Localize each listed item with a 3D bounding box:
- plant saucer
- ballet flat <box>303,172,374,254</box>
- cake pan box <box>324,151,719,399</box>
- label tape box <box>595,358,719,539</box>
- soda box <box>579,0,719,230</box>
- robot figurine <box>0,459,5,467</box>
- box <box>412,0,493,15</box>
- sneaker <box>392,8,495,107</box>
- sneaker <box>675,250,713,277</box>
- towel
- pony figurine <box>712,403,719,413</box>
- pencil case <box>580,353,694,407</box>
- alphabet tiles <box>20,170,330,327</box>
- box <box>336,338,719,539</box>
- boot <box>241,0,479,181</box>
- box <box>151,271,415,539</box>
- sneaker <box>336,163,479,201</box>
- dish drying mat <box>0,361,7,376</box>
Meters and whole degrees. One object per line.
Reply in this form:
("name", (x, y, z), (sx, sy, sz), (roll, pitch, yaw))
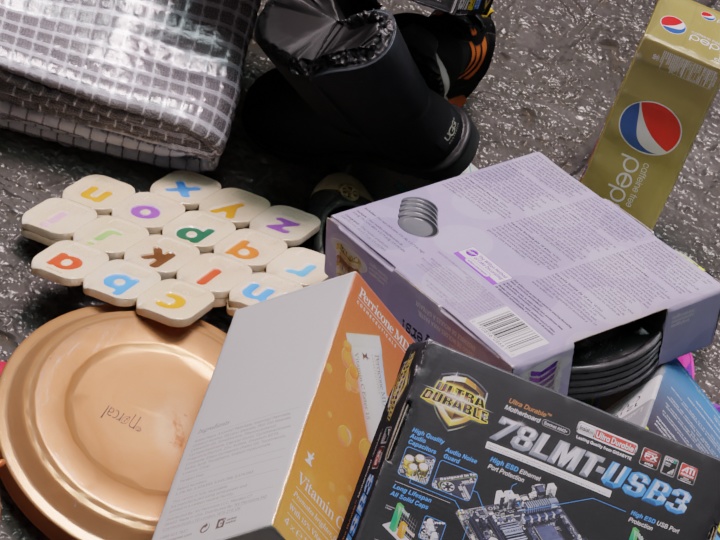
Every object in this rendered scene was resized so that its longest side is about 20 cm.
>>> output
("plant saucer", (-0.129, 0.099, 1.589), (0.199, 0.032, 0.201), (12, 47, -13))
("ballet flat", (0.000, 0.000, 1.753), (0.066, 0.057, 0.201), (7, 42, -15))
("cake pan box", (0.105, 0.007, 1.642), (0.183, 0.053, 0.200), (-21, 42, -33))
("label tape box", (0.198, 0.151, 1.585), (0.144, 0.066, 0.200), (52, 23, -7))
("soda box", (0.204, -0.097, 1.835), (0.064, 0.201, 0.068), (24, 41, 3))
("robot figurine", (-0.269, 0.159, 1.426), (0.117, 0.143, 0.200), (53, 35, -22))
("box", (-0.008, -0.226, 1.753), (0.199, 0.050, 0.160), (21, 7, 9))
("sneaker", (0.058, -0.167, 1.851), (0.070, 0.200, 0.090), (35, 85, 9))
("sneaker", (0.158, -0.002, 1.772), (0.199, 0.076, 0.076), (2, 0, -33))
("towel", (-0.173, -0.172, 1.794), (0.199, 0.086, 0.167), (15, 69, -9))
("pony figurine", (0.326, 0.054, 1.755), (0.198, 0.195, 0.166), (1, 2, -12))
("pencil case", (0.121, 0.068, 1.715), (0.199, 0.089, 0.089), (17, 41, -8))
("alphabet tiles", (-0.119, -0.014, 1.709), (0.199, 0.015, 0.195), (20, 28, 20))
("box", (0.087, 0.166, 1.431), (0.199, 0.050, 0.200), (22, 79, -12))
("boot", (-0.029, -0.137, 1.765), (0.199, 0.168, 0.077), (15, 70, 35))
("box", (-0.029, 0.122, 1.523), (0.125, 0.097, 0.201), (50, 39, -30))
("sneaker", (0.047, -0.063, 1.846), (0.080, 0.071, 0.201), (12, 33, -46))
("dish drying mat", (-0.157, 0.099, 1.611), (0.198, 0.018, 0.077), (9, 47, -16))
